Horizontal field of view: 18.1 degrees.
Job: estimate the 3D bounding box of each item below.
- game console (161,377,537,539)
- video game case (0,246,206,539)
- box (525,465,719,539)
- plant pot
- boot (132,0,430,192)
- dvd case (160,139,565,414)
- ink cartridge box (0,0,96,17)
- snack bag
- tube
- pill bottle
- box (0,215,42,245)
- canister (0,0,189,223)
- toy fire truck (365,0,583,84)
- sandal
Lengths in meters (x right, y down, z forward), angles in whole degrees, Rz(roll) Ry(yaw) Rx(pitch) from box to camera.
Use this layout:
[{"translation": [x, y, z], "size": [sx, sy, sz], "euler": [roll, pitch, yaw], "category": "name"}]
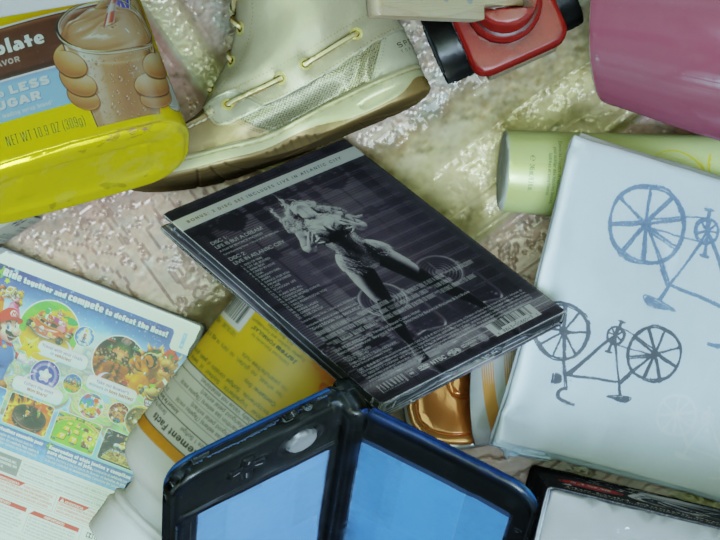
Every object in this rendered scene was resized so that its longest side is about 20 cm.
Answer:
[{"translation": [-0.013, 0.163, 1.269], "size": [0.170, 0.200, 0.119], "euler": [-25, 62, -20], "category": "game console"}, {"translation": [-0.198, 0.104, 1.427], "size": [0.142, 0.018, 0.201], "euler": [21, 90, 2], "category": "video game case"}, {"translation": [0.188, 0.191, 1.333], "size": [0.199, 0.182, 0.105], "euler": [14, 89, 1], "category": "box"}, {"translation": [0.236, -0.154, 1.339], "size": [0.178, 0.200, 0.202], "euler": [7, 90, 17], "category": "plant pot"}, {"translation": [-0.074, -0.144, 1.399], "size": [0.199, 0.073, 0.156], "euler": [-20, 87, 5], "category": "boot"}, {"translation": [0.000, 0.000, 1.334], "size": [0.148, 0.016, 0.200], "euler": [-25, 50, -35], "category": "dvd case"}, {"translation": [-0.151, -0.252, 1.284], "size": [0.144, 0.084, 0.201], "euler": [-5, 56, 29], "category": "ink cartridge box"}, {"translation": [0.186, 0.036, 1.378], "size": [0.187, 0.021, 0.201], "euler": [15, 91, -18], "category": "snack bag"}, {"translation": [0.185, -0.057, 1.403], "size": [0.198, 0.058, 0.052], "euler": [4, 48, -5], "category": "tube"}, {"translation": [-0.073, 0.101, 1.376], "size": [0.111, 0.111, 0.200], "euler": [38, 90, 2], "category": "pill bottle"}, {"translation": [-0.304, -0.017, 1.406], "size": [0.199, 0.068, 0.082], "euler": [-32, 88, 1], "category": "box"}, {"translation": [-0.197, -0.140, 1.354], "size": [0.148, 0.087, 0.201], "euler": [-16, 67, -13], "category": "canister"}, {"translation": [0.049, -0.202, 1.331], "size": [0.128, 0.200, 0.177], "euler": [-23, 89, 1], "category": "toy fire truck"}, {"translation": [0.125, 0.058, 1.397], "size": [0.205, 0.059, 0.080], "euler": [-13, 89, 2], "category": "sandal"}]
